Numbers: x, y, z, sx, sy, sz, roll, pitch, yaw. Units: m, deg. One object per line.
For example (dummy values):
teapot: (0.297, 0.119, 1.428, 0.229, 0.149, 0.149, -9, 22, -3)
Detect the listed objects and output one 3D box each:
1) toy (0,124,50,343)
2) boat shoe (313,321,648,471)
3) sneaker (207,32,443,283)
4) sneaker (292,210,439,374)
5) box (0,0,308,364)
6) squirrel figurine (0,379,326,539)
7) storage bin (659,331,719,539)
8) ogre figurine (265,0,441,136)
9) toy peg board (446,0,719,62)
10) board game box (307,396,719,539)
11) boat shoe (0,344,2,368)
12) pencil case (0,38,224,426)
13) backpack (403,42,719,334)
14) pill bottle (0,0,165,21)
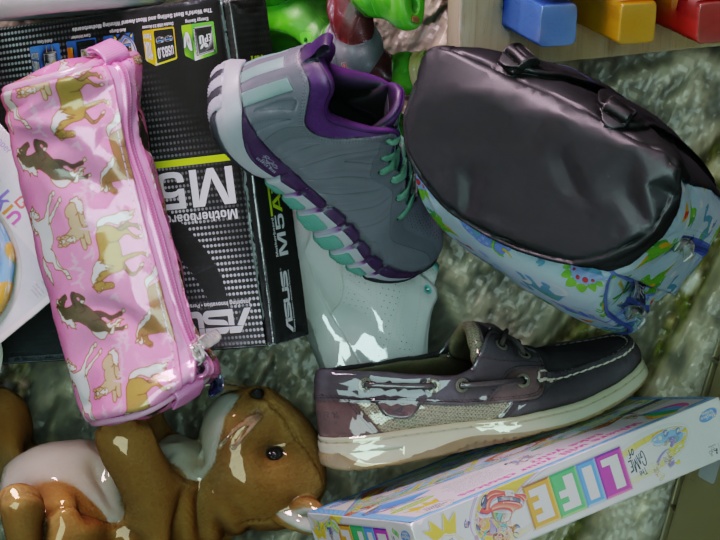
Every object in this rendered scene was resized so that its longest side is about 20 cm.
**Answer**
toy: (-0.252, 0.008, 1.487, 0.200, 0.047, 0.115, -42, 77, -6)
boat shoe: (0.067, 0.061, 1.517, 0.199, 0.072, 0.065, -14, 103, -13)
sneaker: (0.005, -0.057, 1.460, 0.087, 0.200, 0.075, -20, 55, 28)
sneaker: (0.000, 0.000, 1.556, 0.088, 0.075, 0.201, -23, 101, -6)
box: (-0.134, -0.048, 1.523, 0.199, 0.047, 0.195, -4, 94, 30)
squirrel figurine: (-0.106, 0.153, 1.551, 0.185, 0.142, 0.201, -13, 108, -7)
storage bin: (0.250, 0.119, 1.488, 0.093, 0.199, 0.201, 14, 95, -16)
ogre figurine: (-0.006, -0.134, 1.511, 0.119, 0.200, 0.099, -1, 54, 31)
toy peg board: (0.158, -0.205, 1.450, 0.198, 0.098, 0.201, -7, 110, -23)
board game box: (0.087, 0.117, 1.483, 0.199, 0.134, 0.034, -20, 95, -24)
boat shoe: (-0.267, 0.098, 1.570, 0.072, 0.060, 0.202, 15, 115, -31)
pencil case: (-0.135, -0.019, 1.456, 0.086, 0.083, 0.201, -16, 90, 1)
backpack: (0.121, -0.041, 1.479, 0.162, 0.200, 0.155, 27, 107, 20)
pill bottle: (-0.170, -0.245, 1.517, 0.112, 0.113, 0.202, -5, 94, 3)
